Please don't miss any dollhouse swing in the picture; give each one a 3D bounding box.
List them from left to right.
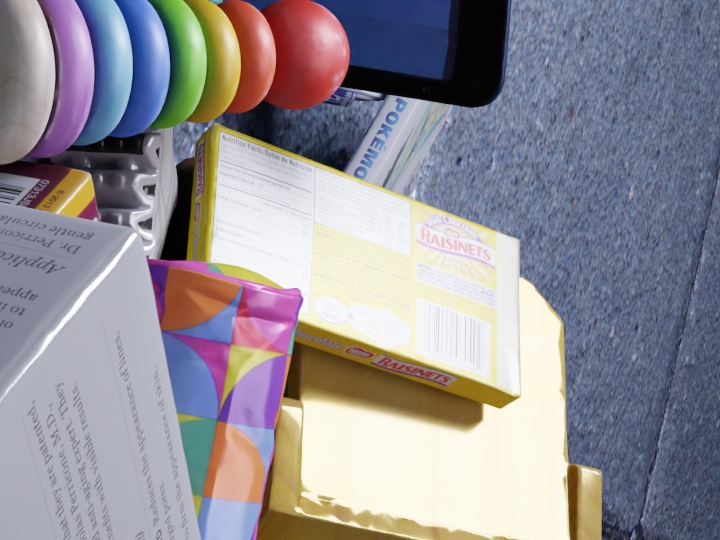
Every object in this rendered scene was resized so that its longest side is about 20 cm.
[{"bbox_3d":[0.012,0.111,1.135,0.182,0.200,0.176,-55,-149,39],"label":"dollhouse swing"}]

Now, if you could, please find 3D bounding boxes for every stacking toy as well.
[{"bbox_3d":[-0.092,-0.097,0.942,0.200,0.085,0.085,-6,108,-38],"label":"stacking toy"}]

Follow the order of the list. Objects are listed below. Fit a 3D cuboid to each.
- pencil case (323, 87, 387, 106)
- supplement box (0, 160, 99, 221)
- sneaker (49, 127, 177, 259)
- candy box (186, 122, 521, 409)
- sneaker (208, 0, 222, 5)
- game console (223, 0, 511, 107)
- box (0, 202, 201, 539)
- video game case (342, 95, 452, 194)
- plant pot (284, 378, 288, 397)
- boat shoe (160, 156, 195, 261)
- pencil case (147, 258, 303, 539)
[{"bbox_3d":[-0.011,-0.197,1.199,0.083,0.091,0.200,-167,-91,-72],"label":"pencil case"},{"bbox_3d":[-0.169,0.059,0.925,0.110,0.086,0.200,-54,146,-48],"label":"supplement box"},{"bbox_3d":[-0.126,-0.012,1.026,0.081,0.075,0.200,-3,103,-76],"label":"sneaker"},{"bbox_3d":[0.000,0.000,1.070,0.200,0.026,0.102,20,53,-27],"label":"candy box"},{"bbox_3d":[-0.116,-0.185,0.936,0.200,0.091,0.078,57,47,-59],"label":"sneaker"},{"bbox_3d":[-0.029,-0.176,1.007,0.171,0.200,0.118,41,62,-65],"label":"game console"},{"bbox_3d":[-0.180,0.080,0.757,0.131,0.199,0.200,-54,148,-45],"label":"box"},{"bbox_3d":[0.014,-0.061,1.265,0.182,0.022,0.200,-60,174,-12],"label":"video game case"},{"bbox_3d":[0.020,0.085,1.243,0.200,0.134,0.200,-61,175,-9],"label":"plant pot"},{"bbox_3d":[-0.093,0.028,1.129,0.074,0.076,0.200,-49,152,-60],"label":"boat shoe"},{"bbox_3d":[-0.085,0.094,0.930,0.088,0.088,0.200,19,84,-68],"label":"pencil case"}]
